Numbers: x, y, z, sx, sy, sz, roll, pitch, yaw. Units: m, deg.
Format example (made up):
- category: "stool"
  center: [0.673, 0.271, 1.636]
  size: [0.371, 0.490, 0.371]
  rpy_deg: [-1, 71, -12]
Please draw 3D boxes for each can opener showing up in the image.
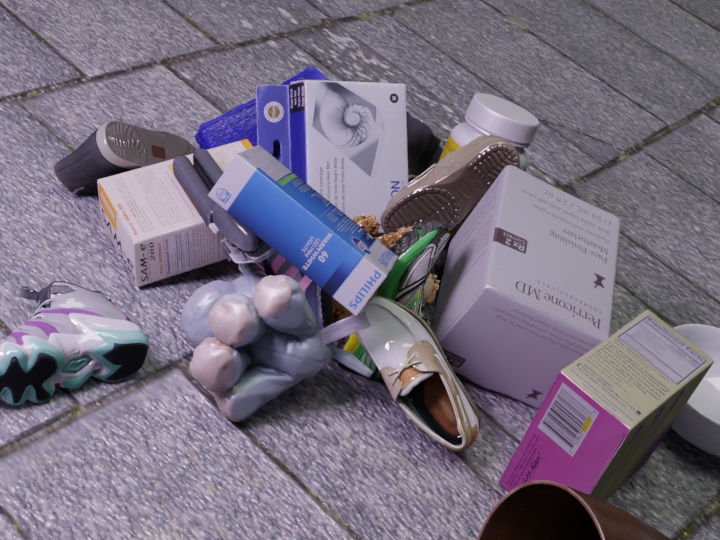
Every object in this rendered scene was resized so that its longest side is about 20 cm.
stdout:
- category: "can opener"
  center: [-0.155, -0.082, 1.357]
  size: [0.053, 0.067, 0.200]
  rpy_deg: [-21, 49, -20]

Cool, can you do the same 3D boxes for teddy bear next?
- category: "teddy bear"
  center: [0.000, 0.000, 1.467]
  size: [0.198, 0.067, 0.147]
  rpy_deg: [-19, 78, 4]

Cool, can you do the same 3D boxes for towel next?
- category: "towel"
  center: [-0.113, -0.189, 1.626]
  size: [0.199, 0.050, 0.148]
  rpy_deg: [-32, 53, -11]

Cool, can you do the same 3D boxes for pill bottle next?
- category: "pill bottle"
  center: [0.155, -0.125, 1.615]
  size: [0.113, 0.202, 0.115]
  rpy_deg: [19, 23, -8]

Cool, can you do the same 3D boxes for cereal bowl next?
- category: "cereal bowl"
  center: [0.444, 0.162, 1.508]
  size: [0.198, 0.084, 0.201]
  rpy_deg: [14, 36, -11]

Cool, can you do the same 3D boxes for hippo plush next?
- category: "hippo plush"
  center: [-0.112, 0.045, 1.310]
  size: [0.198, 0.161, 0.161]
  rpy_deg: [-20, 40, -21]

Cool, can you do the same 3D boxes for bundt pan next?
- category: "bundt pan"
  center: [0.019, -0.162, 1.712]
  size: [0.200, 0.076, 0.203]
  rpy_deg: [13, 36, -10]

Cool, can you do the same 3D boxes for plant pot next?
- category: "plant pot"
  center: [0.238, 0.308, 1.160]
  size: [0.198, 0.188, 0.188]
  rpy_deg: [15, 33, -34]

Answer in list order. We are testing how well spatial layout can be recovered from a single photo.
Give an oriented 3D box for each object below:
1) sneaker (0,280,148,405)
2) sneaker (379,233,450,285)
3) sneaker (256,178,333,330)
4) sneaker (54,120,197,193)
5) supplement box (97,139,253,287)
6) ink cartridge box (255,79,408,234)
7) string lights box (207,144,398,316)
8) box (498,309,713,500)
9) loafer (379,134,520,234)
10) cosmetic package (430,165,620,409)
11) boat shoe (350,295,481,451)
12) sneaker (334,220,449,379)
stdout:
- category: "sneaker"
  center: [-0.333, 0.062, 1.256]
  size: [0.199, 0.078, 0.140]
  rpy_deg: [-4, 40, -45]
- category: "sneaker"
  center: [0.084, 0.005, 1.551]
  size: [0.197, 0.060, 0.105]
  rpy_deg: [9, 36, -8]
- category: "sneaker"
  center: [-0.081, 0.000, 1.401]
  size: [0.081, 0.203, 0.070]
  rpy_deg: [-10, 3, 10]
- category: "sneaker"
  center: [-0.282, -0.126, 1.523]
  size: [0.199, 0.105, 0.076]
  rpy_deg: [22, 54, -49]
- category: "supplement box"
  center: [-0.199, -0.072, 1.448]
  size: [0.198, 0.074, 0.126]
  rpy_deg: [-18, 47, -22]
- category: "ink cartridge box"
  center: [-0.034, -0.145, 1.569]
  size: [0.198, 0.202, 0.041]
  rpy_deg: [-2, 0, -18]
- category: "string lights box"
  center: [-0.057, -0.046, 1.288]
  size: [0.199, 0.059, 0.103]
  rpy_deg: [39, 14, 0]
- category: "box"
  center: [0.271, 0.166, 1.335]
  size: [0.097, 0.177, 0.199]
  rpy_deg: [40, 40, 23]
- category: "loafer"
  center: [0.114, -0.104, 1.532]
  size: [0.076, 0.199, 0.068]
  rpy_deg: [53, 17, -21]
- category: "cosmetic package"
  center: [0.195, 0.021, 1.444]
  size: [0.163, 0.165, 0.201]
  rpy_deg: [23, 49, -10]
- category: "boat shoe"
  center: [0.062, 0.111, 1.329]
  size: [0.200, 0.075, 0.068]
  rpy_deg: [49, 13, 0]
- category: "sneaker"
  center: [0.049, 0.033, 1.394]
  size: [0.085, 0.201, 0.078]
  rpy_deg: [28, 13, -6]
